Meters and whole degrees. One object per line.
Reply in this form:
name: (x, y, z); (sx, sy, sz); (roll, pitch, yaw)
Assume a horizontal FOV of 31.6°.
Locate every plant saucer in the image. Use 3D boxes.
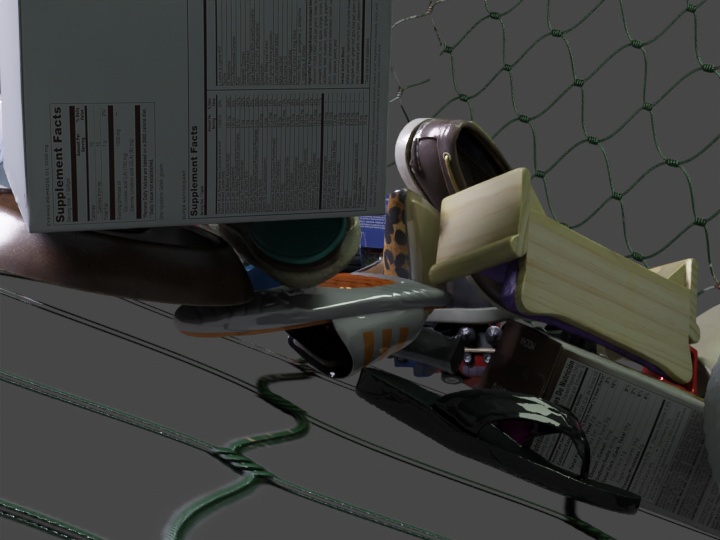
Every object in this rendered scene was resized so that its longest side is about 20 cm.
plant saucer: (-0.158, -0.018, 0.774); (0.197, 0.033, 0.200); (13, 8, -2)

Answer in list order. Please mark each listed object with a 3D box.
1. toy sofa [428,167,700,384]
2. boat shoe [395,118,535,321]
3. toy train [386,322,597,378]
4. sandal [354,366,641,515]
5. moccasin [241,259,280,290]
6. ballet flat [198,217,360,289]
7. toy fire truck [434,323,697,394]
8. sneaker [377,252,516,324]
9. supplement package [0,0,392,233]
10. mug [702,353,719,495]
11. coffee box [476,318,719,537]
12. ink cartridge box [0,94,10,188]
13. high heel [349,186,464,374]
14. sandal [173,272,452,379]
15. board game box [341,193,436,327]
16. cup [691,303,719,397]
toy sofa: (0.146, 0.015, 0.889); (0.198, 0.099, 0.082); (22, -25, -34)
boat shoe: (0.105, -0.035, 0.954); (0.059, 0.072, 0.201); (1, -44, 54)
toy train: (0.101, 0.066, 1.026); (0.198, 0.047, 0.034); (-1, 5, 38)
sandal: (0.079, 0.089, 0.758); (0.199, 0.049, 0.075); (23, 2, 36)
moccasin: (-0.084, -0.006, 0.972); (0.068, 0.081, 0.200); (29, 3, 15)
ballet flat: (-0.048, -0.024, 0.824); (0.199, 0.067, 0.063); (30, -21, 55)
toy fire truck: (0.171, 0.077, 1.086); (0.198, 0.049, 0.141); (22, -30, -20)
sneaker: (0.044, -0.014, 1.066); (0.198, 0.108, 0.075); (-2, 10, 31)
supplement package: (-0.105, -0.117, 0.745); (0.197, 0.149, 0.191); (-4, 15, -19)
mug: (0.262, 0.072, 0.716); (0.146, 0.202, 0.176); (-18, 16, 6)
coffee box: (0.186, 0.111, 0.864); (0.198, 0.081, 0.113); (22, 2, -13)
ink cartridge box: (-0.248, -0.081, 1.095); (0.198, 0.087, 0.146); (22, 2, 24)
high heel: (0.000, 0.000, 0.966); (0.141, 0.072, 0.201); (15, -36, 25)
sandal: (-0.031, 0.041, 0.827); (0.205, 0.060, 0.079); (-7, 13, -37)
board game box: (0.012, 0.007, 1.201); (0.197, 0.062, 0.201); (4, -32, 7)
cup: (0.337, 0.118, 1.141); (0.142, 0.203, 0.200); (-2, 15, -31)
